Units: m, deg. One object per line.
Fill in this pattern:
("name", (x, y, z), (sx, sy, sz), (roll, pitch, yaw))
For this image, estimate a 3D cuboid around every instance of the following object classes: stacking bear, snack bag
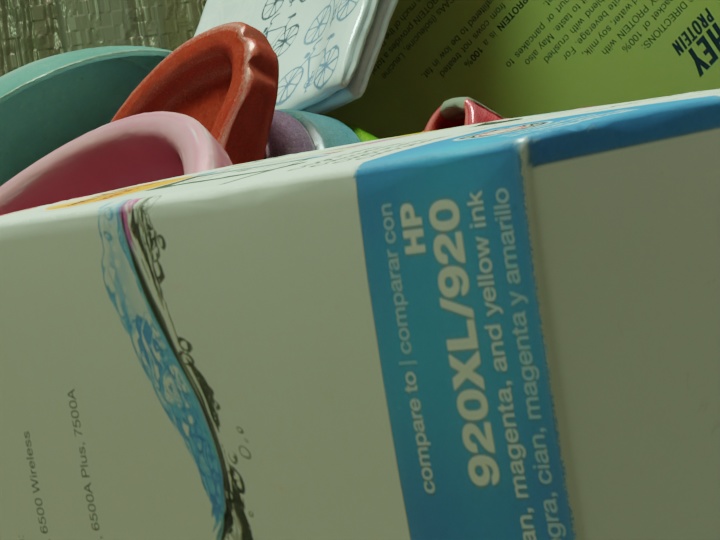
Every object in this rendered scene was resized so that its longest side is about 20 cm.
("stacking bear", (0.000, 0.000, 0.870), (0.200, 0.122, 0.114), (19, -19, -34))
("snack bag", (-0.018, -0.138, 0.954), (0.021, 0.201, 0.188), (30, -22, -22))

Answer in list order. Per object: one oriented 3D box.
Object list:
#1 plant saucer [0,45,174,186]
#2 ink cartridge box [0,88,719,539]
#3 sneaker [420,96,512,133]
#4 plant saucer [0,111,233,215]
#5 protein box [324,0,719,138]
("plant saucer", (-0.147, -0.036, 1.068), (0.200, 0.036, 0.200), (-27, -31, -18))
("ink cartridge box", (0.016, 0.040, 0.544), (0.200, 0.145, 0.147), (-7, 5, 43))
("sneaker", (0.059, -0.021, 0.754), (0.074, 0.087, 0.200), (-9, 9, 42))
("plant saucer", (-0.111, 0.036, 0.732), (0.200, 0.051, 0.201), (-34, 26, 19))
("protein box", (0.104, -0.094, 0.984), (0.199, 0.200, 0.135), (-48, -13, 26))
